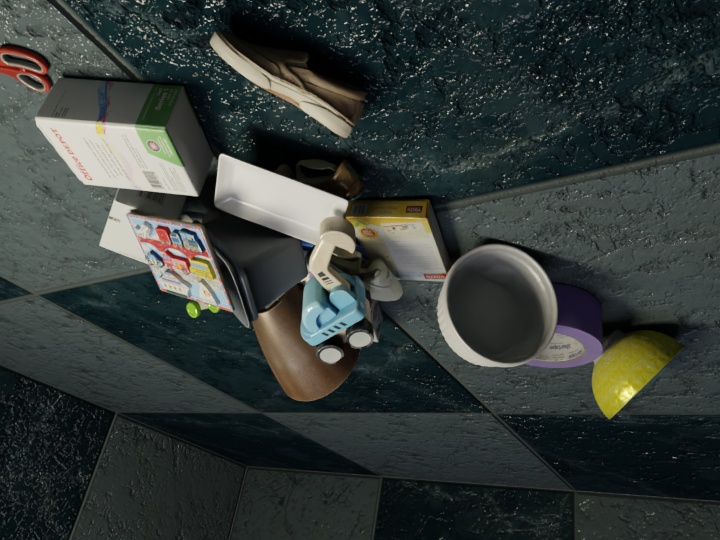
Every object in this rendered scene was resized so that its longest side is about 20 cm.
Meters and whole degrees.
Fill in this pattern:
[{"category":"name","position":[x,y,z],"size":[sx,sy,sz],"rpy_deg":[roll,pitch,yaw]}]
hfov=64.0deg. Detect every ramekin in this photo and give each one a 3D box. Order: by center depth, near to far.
[{"category":"ramekin","position":[0.222,0.067,0.981],"size":[0.195,0.205,0.105],"rpy_deg":[14,161,-5]}]

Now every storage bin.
[{"category":"storage bin","position":[-0.180,-0.017,0.955],"size":[0.199,0.132,0.148],"rpy_deg":[37,146,44]}]

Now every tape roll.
[{"category":"tape roll","position":[0.363,0.110,1.114],"size":[0.194,0.087,0.201],"rpy_deg":[9,152,5]}]

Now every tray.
[{"category":"tray","position":[-0.119,-0.105,0.861],"size":[0.195,0.023,0.108],"rpy_deg":[20,137,-4]}]

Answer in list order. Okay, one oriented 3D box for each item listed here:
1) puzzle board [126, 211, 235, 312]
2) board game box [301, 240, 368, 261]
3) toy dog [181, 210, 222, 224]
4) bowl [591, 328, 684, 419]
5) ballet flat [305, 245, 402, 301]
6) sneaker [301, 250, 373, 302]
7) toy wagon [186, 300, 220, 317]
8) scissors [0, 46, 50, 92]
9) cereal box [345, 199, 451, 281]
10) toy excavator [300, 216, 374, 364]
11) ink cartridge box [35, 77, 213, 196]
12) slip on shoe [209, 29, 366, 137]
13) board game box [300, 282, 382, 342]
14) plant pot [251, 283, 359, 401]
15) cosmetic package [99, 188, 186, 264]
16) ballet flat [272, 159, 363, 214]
[{"category":"puzzle board","position":[-0.292,-0.013,0.923],"size":[0.196,0.017,0.154],"rpy_deg":[12,128,37]},{"category":"board game box","position":[-0.057,-0.038,1.059],"size":[0.153,0.040,0.201],"rpy_deg":[4,158,13]},{"category":"toy dog","position":[-0.296,-0.049,1.104],"size":[0.198,0.098,0.131],"rpy_deg":[-30,130,31]},{"category":"bowl","position":[0.518,0.182,1.132],"size":[0.108,0.198,0.202],"rpy_deg":[46,163,25]},{"category":"ballet flat","position":[0.000,0.000,0.997],"size":[0.196,0.071,0.069],"rpy_deg":[19,151,-21]},{"category":"sneaker","position":[-0.061,0.040,1.042],"size":[0.196,0.117,0.072],"rpy_deg":[20,158,-22]},{"category":"toy wagon","position":[-0.255,0.039,1.173],"size":[0.197,0.154,0.040],"rpy_deg":[-15,102,37]},{"category":"scissors","position":[-0.530,-0.299,0.807],"size":[0.195,0.014,0.073],"rpy_deg":[15,154,-4]},{"category":"cereal box","position":[0.071,-0.047,0.990],"size":[0.140,0.040,0.201],"rpy_deg":[3,151,22]},{"category":"toy excavator","position":[-0.046,0.031,0.909],"size":[0.192,0.101,0.200],"rpy_deg":[-31,127,23]},{"category":"ink cartridge box","position":[-0.336,-0.193,0.841],"size":[0.194,0.086,0.146],"rpy_deg":[7,151,9]},{"category":"slip on shoe","position":[-0.083,-0.238,0.697],"size":[0.197,0.076,0.061],"rpy_deg":[30,108,-15]},{"category":"board game box","position":[-0.039,0.077,1.229],"size":[0.143,0.066,0.202],"rpy_deg":[5,149,14]},{"category":"plant pot","position":[-0.123,0.111,1.100],"size":[0.183,0.190,0.202],"rpy_deg":[-7,134,30]},{"category":"cosmetic package","position":[-0.395,-0.094,1.042],"size":[0.111,0.083,0.199],"rpy_deg":[21,149,-21]},{"category":"ballet flat","position":[-0.089,-0.132,0.887],"size":[0.195,0.068,0.073],"rpy_deg":[-6,127,30]}]
